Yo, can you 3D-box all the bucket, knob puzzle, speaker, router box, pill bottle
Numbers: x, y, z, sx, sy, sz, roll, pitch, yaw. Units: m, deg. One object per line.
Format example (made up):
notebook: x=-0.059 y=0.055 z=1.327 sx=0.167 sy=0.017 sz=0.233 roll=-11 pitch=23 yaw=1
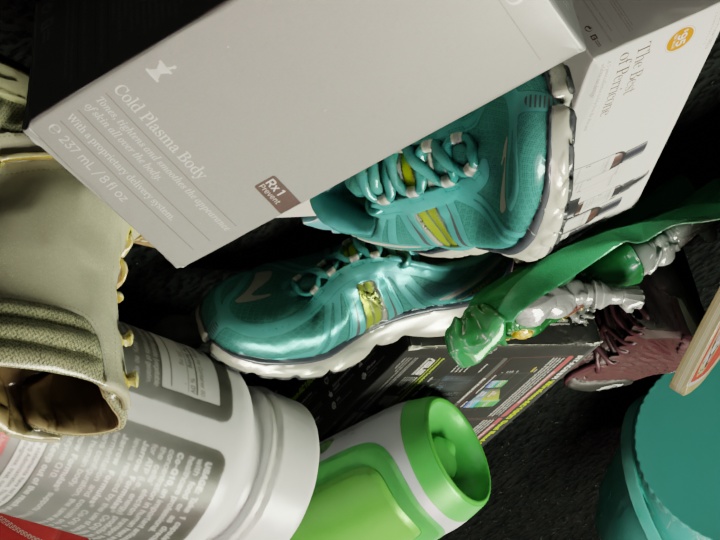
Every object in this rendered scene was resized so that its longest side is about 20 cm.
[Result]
bucket: x=0.290 y=0.174 z=1.279 sx=0.206 sy=0.208 sz=0.135 roll=-13 pitch=144 yaw=-11
knob puzzle: x=0.245 y=-0.002 z=0.956 sx=0.220 sy=0.030 sz=0.220 roll=-51 pitch=162 yaw=-23
speaker: x=-0.019 y=0.153 z=1.018 sx=0.199 sy=0.089 sz=0.088 roll=-29 pitch=152 yaw=24
router box: x=0.039 y=0.070 z=1.061 sx=0.149 sy=0.062 sz=0.200 roll=2 pitch=148 yaw=-32
pill bottle: x=-0.130 y=0.087 z=0.861 sx=0.199 sy=0.114 sz=0.114 roll=23 pitch=135 yaw=-30

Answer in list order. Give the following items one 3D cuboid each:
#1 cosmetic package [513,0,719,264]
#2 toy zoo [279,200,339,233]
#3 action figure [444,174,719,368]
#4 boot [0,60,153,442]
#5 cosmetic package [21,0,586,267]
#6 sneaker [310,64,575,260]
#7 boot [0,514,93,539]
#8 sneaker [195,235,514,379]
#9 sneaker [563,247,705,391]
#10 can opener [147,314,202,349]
cosmetic package: x=0.117 y=-0.081 z=0.808 sx=0.082 sy=0.051 sz=0.200 roll=-27 pitch=159 yaw=-17
toy zoo: x=0.005 y=-0.078 z=0.796 sx=0.130 sy=0.021 sz=0.200 roll=-10 pitch=153 yaw=-17
action figure: x=0.130 y=0.002 z=0.910 sx=0.199 sy=0.055 sz=0.118 roll=-25 pitch=-177 yaw=-21
boot: x=-0.118 y=0.002 z=0.715 sx=0.072 sy=0.156 sz=0.199 roll=-30 pitch=150 yaw=29
cosmetic package: x=-0.023 y=-0.098 z=0.641 sx=0.199 sy=0.091 sz=0.107 roll=-27 pitch=132 yaw=22
sneaker: x=0.036 y=-0.041 z=0.722 sx=0.079 sy=0.078 sz=0.200 roll=5 pitch=169 yaw=-20
boot: x=-0.189 y=0.152 z=0.968 sx=0.199 sy=0.073 sz=0.144 roll=32 pitch=128 yaw=-8
sneaker: x=0.000 y=0.000 z=0.905 sx=0.199 sy=0.078 sz=0.080 roll=-17 pitch=146 yaw=-25
sneaker: x=0.173 y=0.041 z=1.082 sx=0.115 sy=0.076 sz=0.200 roll=-19 pitch=155 yaw=9
can opener: x=-0.172 y=0.092 z=0.980 sx=0.067 sy=0.054 sz=0.200 roll=10 pitch=141 yaw=-45
